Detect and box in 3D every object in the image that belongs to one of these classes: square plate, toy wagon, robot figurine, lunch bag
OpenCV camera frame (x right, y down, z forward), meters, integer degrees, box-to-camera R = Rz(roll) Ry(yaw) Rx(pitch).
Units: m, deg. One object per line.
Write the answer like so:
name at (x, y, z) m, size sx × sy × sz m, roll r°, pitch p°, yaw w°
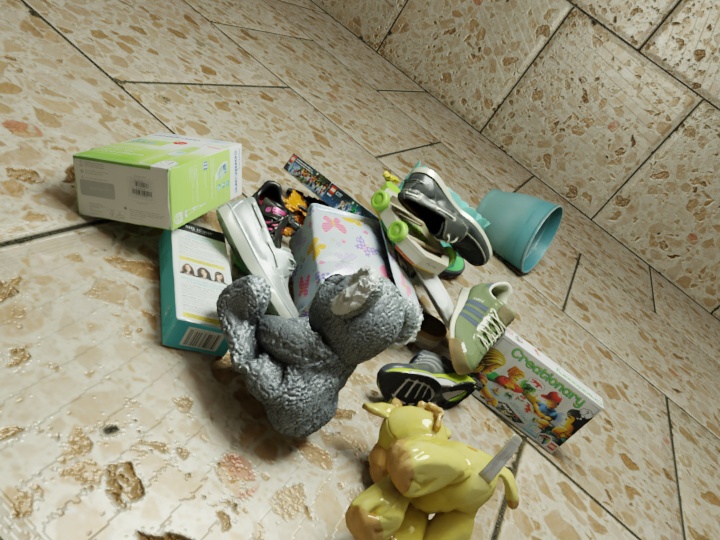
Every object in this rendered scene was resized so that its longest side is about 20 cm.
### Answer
square plate at (0.124, 0.024, 1.031) m, size 0.200 × 0.028 × 0.198 m, roll 63°, pitch 5°, yaw 31°
toy wagon at (0.078, -0.082, 0.960) m, size 0.155 × 0.040 × 0.200 m, roll 21°, pitch 34°, yaw -47°
robot figurine at (-0.073, -0.073, 1.066) m, size 0.200 × 0.058 × 0.145 m, roll 32°, pitch 27°, yaw -10°
lunch bag at (0.000, 0.000, 0.926) m, size 0.200 × 0.127 × 0.170 m, roll 15°, pitch 45°, yaw -27°

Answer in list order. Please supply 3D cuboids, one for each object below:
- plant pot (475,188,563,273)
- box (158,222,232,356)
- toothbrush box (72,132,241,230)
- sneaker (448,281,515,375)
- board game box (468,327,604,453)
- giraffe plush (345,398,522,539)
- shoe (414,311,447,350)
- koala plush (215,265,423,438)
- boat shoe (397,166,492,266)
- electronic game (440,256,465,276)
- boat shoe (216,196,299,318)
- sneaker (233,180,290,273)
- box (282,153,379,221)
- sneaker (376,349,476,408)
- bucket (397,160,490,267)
plant pot at (0.413, -0.124, 1.588) m, size 0.188 × 0.200 × 0.200 m, roll 32°, pitch 23°, yaw 27°
box at (-0.216, 0.017, 0.766) m, size 0.082 × 0.049 × 0.200 m, roll 18°, pitch 32°, yaw -32°
toothbrush box at (-0.279, -0.135, 0.836) m, size 0.145 × 0.086 × 0.200 m, roll 11°, pitch 22°, yaw 14°
sneaker at (0.199, 0.080, 0.932) m, size 0.067 × 0.090 × 0.200 m, roll 60°, pitch 29°, yaw -23°
board game box at (0.280, 0.200, 0.970) m, size 0.200 × 0.126 × 0.035 m, roll 37°, pitch 27°, yaw 1°
giraffe plush at (0.065, 0.221, 0.673) m, size 0.173 × 0.200 × 0.162 m, roll 58°, pitch -10°, yaw -27°
shoe at (0.054, 0.069, 1.008) m, size 0.200 × 0.053 × 0.070 m, roll 37°, pitch 47°, yaw 9°
koala plush at (-0.031, 0.075, 0.681) m, size 0.177 × 0.200 × 0.184 m, roll 45°, pitch 17°, yaw -53°
boat shoe at (0.134, -0.070, 0.931) m, size 0.200 × 0.072 × 0.068 m, roll 45°, pitch 58°, yaw -23°
electronic game at (0.154, -0.059, 1.327) m, size 0.200 × 0.042 × 0.200 m, roll 28°, pitch 28°, yaw -17°
boat shoe at (-0.128, -0.013, 0.823) m, size 0.071 × 0.070 × 0.201 m, roll -29°, pitch 90°, yaw -18°
sneaker at (-0.153, -0.066, 0.917) m, size 0.077 × 0.084 × 0.200 m, roll 12°, pitch 46°, yaw -25°
box at (-0.044, -0.140, 1.135) m, size 0.137 × 0.038 × 0.200 m, roll 42°, pitch 7°, yaw 40°
sneaker at (0.089, 0.162, 0.884) m, size 0.200 × 0.074 × 0.081 m, roll 18°, pitch 25°, yaw -46°
bucket at (0.145, -0.106, 1.169) m, size 0.207 × 0.135 × 0.207 m, roll 39°, pitch 12°, yaw -10°
